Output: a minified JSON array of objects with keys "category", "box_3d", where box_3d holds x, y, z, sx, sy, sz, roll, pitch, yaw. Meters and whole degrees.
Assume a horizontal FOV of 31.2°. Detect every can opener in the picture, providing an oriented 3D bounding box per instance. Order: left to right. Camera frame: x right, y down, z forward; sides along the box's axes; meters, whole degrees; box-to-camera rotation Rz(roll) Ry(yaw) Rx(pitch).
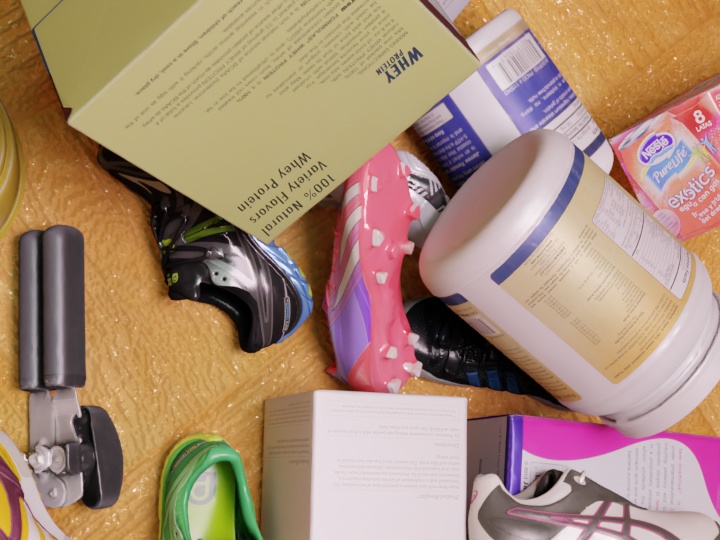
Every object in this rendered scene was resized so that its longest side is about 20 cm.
[{"category":"can opener","box_3d":[-0.210,0.069,0.913,0.066,0.052,0.201,2,81,-56]}]

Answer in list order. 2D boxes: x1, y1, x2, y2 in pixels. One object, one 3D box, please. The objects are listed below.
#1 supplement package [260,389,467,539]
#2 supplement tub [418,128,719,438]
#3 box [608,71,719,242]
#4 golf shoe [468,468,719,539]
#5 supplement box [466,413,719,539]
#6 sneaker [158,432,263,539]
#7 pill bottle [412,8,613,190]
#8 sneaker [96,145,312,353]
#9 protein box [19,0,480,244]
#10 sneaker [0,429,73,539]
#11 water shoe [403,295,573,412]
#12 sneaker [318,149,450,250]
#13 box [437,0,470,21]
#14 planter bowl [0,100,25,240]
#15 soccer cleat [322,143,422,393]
[{"category":"supplement package","box_3d":[-0.001,0.191,0.928,0.121,0.120,0.201,6,79,-21]},{"category":"supplement tub","box_3d":[0.157,0.012,0.920,0.200,0.144,0.145,40,70,-14]},{"category":"box","box_3d":[0.297,-0.105,1.059,0.200,0.094,0.103,-29,92,-54]},{"category":"golf shoe","box_3d":[0.170,0.180,0.914,0.199,0.077,0.089,-2,77,-21]},{"category":"supplement box","box_3d":[0.183,0.174,1.012,0.199,0.103,0.102,9,78,-18]},{"category":"sneaker","box_3d":[-0.110,0.215,0.903,0.074,0.084,0.201,0,82,-21]},{"category":"pill bottle","box_3d":[0.129,-0.093,1.025,0.120,0.120,0.200,-38,96,-22]},{"category":"sneaker","box_3d":[-0.120,-0.022,0.943,0.200,0.071,0.083,48,66,-9]},{"category":"protein box","box_3d":[-0.069,-0.157,0.831,0.200,0.198,0.135,32,24,-51]},{"category":"sneaker","box_3d":[-0.226,0.197,0.847,0.075,0.090,0.200,-39,90,15]},{"category":"water shoe","box_3d":[0.120,0.061,1.018,0.199,0.079,0.072,14,76,-18]},{"category":"sneaker","box_3d":[-0.022,-0.060,0.988,0.200,0.075,0.115,44,71,-5]},{"category":"box","box_3d":[-0.004,-0.224,0.944,0.200,0.156,0.041,17,35,-44]},{"category":"planter bowl","box_3d":[-0.306,-0.098,0.842,0.200,0.083,0.201,16,56,-25]},{"category":"soccer cleat","box_3d":[0.000,0.000,0.945,0.067,0.076,0.201,-33,125,-48]}]
